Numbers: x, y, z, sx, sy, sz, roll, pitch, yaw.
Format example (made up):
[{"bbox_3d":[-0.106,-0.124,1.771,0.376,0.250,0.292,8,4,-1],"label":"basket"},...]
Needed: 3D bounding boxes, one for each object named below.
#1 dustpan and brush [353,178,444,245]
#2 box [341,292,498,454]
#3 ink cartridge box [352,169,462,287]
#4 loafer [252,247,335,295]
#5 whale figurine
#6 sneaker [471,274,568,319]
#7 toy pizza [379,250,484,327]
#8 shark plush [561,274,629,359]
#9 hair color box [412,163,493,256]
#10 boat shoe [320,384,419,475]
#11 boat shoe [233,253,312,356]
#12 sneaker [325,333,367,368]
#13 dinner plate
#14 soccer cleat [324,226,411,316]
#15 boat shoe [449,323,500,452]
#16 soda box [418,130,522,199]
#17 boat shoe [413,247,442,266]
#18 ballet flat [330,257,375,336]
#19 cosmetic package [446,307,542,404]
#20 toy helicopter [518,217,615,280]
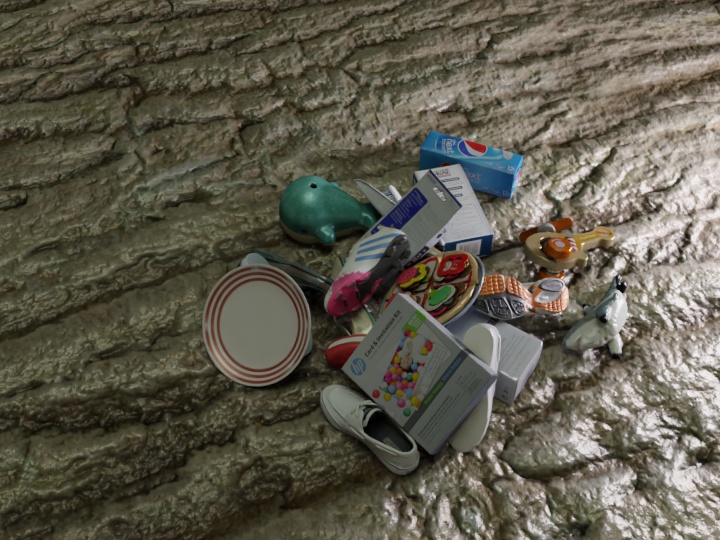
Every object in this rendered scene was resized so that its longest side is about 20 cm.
[{"bbox_3d":[0.085,-0.103,1.679,0.057,0.139,0.201,-43,59,16],"label":"dustpan and brush"},{"bbox_3d":[0.089,0.157,1.392,0.200,0.041,0.156,42,100,24],"label":"box"},{"bbox_3d":[0.088,-0.073,1.598,0.200,0.039,0.100,-44,65,13],"label":"ink cartridge box"},{"bbox_3d":[-0.122,0.018,1.592,0.199,0.072,0.063,21,84,39],"label":"loafer"},{"bbox_3d":[-0.054,-0.119,1.702,0.198,0.104,0.160,5,47,0],"label":"whale figurine"},{"bbox_3d":[0.254,0.053,1.545,0.198,0.092,0.077,4,77,-26],"label":"sneaker"},{"bbox_3d":[0.114,0.032,1.509,0.199,0.032,0.201,-26,32,17],"label":"toy pizza"},{"bbox_3d":[0.417,0.063,1.572,0.083,0.091,0.201,-4,45,38],"label":"shark plush"},{"bbox_3d":[0.174,-0.111,1.725,0.099,0.061,0.201,-10,49,-10],"label":"hair color box"},{"bbox_3d":[0.016,0.233,1.411,0.199,0.066,0.073,32,55,25],"label":"boat shoe"},{"bbox_3d":[-0.161,0.075,1.556,0.071,0.091,0.201,-17,72,-53],"label":"boat shoe"},{"bbox_3d":[0.033,0.172,1.461,0.198,0.079,0.116,0,54,13],"label":"sneaker"},{"bbox_3d":[-0.171,0.090,1.497,0.198,0.024,0.203,-1,87,21],"label":"dinner plate"},{"bbox_3d":[0.000,0.000,1.541,0.200,0.070,0.086,-42,44,-21],"label":"soccer cleat"},{"bbox_3d":[0.181,0.181,1.413,0.071,0.203,0.068,5,3,29],"label":"boat shoe"},{"bbox_3d":[0.220,-0.213,1.813,0.198,0.068,0.064,18,50,15],"label":"soda box"},{"bbox_3d":[0.111,-0.030,1.651,0.199,0.072,0.076,26,41,21],"label":"boat shoe"},{"bbox_3d":[-0.024,0.059,1.572,0.069,0.070,0.201,-16,50,-15],"label":"ballet flat"},{"bbox_3d":[0.192,0.126,1.506,0.199,0.074,0.102,27,52,20],"label":"cosmetic package"},{"bbox_3d":[0.387,-0.052,1.682,0.198,0.080,0.132,-13,39,-26],"label":"toy helicopter"}]
